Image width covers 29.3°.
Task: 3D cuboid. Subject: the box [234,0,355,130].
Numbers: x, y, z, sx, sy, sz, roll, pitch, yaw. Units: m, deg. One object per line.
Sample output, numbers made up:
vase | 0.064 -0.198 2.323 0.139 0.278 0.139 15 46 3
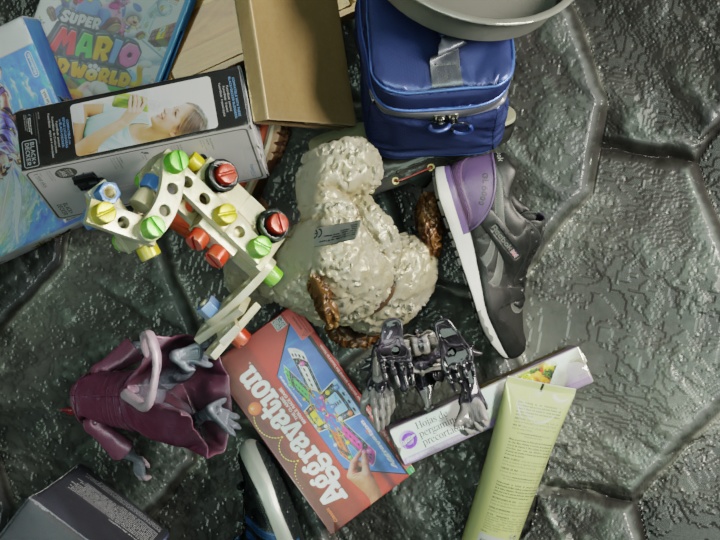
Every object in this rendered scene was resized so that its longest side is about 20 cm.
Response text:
box | -0.063 -0.228 1.230 0.021 0.163 0.201 -9 89 28

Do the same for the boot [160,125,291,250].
boot | -0.126 -0.117 1.310 0.107 0.075 0.200 21 91 6

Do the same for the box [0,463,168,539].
box | -0.290 0.301 1.248 0.123 0.198 0.200 37 91 1

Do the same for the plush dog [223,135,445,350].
plush dog | 0.000 0.000 1.256 0.200 0.172 0.161 -51 48 23

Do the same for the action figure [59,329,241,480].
action figure | -0.213 0.126 1.272 0.200 0.149 0.134 -6 80 33

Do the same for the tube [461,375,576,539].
tube | 0.141 0.197 1.296 0.052 0.058 0.201 22 103 24

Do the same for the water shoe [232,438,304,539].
water shoe | -0.095 0.262 1.308 0.079 0.072 0.200 -19 88 6

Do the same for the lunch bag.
lunch bag | 0.065 -0.201 1.238 0.135 0.132 0.200 -5 61 -2

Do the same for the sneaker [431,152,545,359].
sneaker | 0.137 -0.012 1.277 0.087 0.076 0.200 -17 110 10

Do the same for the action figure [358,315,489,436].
action figure | 0.055 0.098 1.235 0.119 0.200 0.102 -3 79 3

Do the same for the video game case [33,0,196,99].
video game case | -0.249 -0.210 1.313 0.143 0.018 0.200 24 99 10

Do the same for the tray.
tray | -0.109 -0.253 1.326 0.200 0.037 0.099 -24 89 2

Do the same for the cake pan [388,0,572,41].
cake pan | 0.093 -0.271 1.188 0.200 0.037 0.201 7 52 -9

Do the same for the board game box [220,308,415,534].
board game box | -0.046 0.142 1.326 0.103 0.019 0.200 -36 89 -6

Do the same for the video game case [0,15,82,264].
video game case | -0.353 -0.113 1.311 0.181 0.045 0.200 -23 90 13

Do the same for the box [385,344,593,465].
box | 0.123 0.127 1.310 0.200 0.041 0.039 -24 89 -4

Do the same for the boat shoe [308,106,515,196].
boat shoe | 0.052 -0.114 1.312 0.201 0.074 0.063 -15 121 -7

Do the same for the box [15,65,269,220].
box | -0.188 -0.110 1.212 0.199 0.117 0.060 -11 70 1

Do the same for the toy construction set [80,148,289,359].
toy construction set | -0.137 -0.021 1.164 0.200 0.092 0.131 53 54 -29
